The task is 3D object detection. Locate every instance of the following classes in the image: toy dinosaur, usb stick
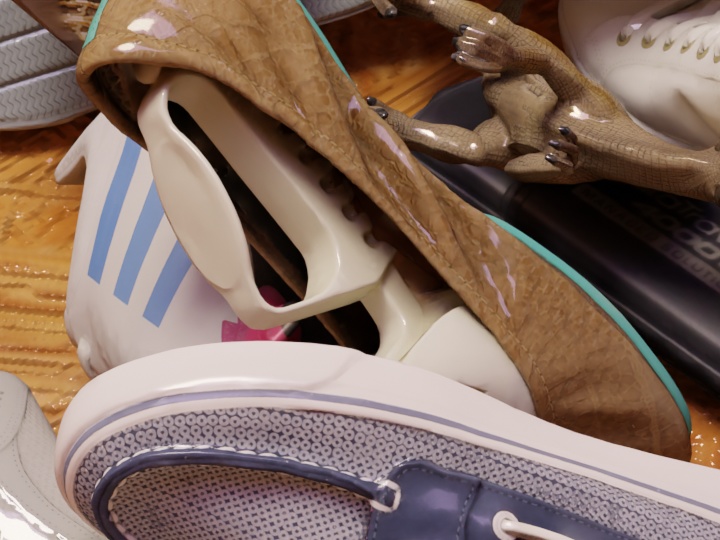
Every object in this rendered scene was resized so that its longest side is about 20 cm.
[{"bbox_3d":[0.046,-0.045,0.836,0.101,0.058,0.200,16,10,-26],"label":"toy dinosaur"},{"bbox_3d":[0.087,-0.002,0.847,0.055,0.033,0.200,-25,42,-28],"label":"usb stick"}]

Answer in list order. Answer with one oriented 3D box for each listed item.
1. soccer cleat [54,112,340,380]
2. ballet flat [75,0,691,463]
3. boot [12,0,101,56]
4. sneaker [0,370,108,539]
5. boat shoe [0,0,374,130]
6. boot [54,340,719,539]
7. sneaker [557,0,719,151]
[{"bbox_3d":[-0.040,0.025,0.834,0.086,0.070,0.200,-35,46,26],"label":"soccer cleat"},{"bbox_3d":[0.000,0.000,0.771,0.068,0.200,0.072,-33,11,48],"label":"ballet flat"},{"bbox_3d":[-0.102,-0.153,0.928,0.186,0.064,0.201,4,59,9],"label":"boot"},{"bbox_3d":[-0.056,0.100,0.750,0.092,0.076,0.200,-13,47,-13],"label":"sneaker"},{"bbox_3d":[-0.076,-0.092,0.973,0.199,0.074,0.067,-8,15,3],"label":"boat shoe"},{"bbox_3d":[0.024,0.081,0.700,0.199,0.073,0.090,12,41,-7],"label":"boot"},{"bbox_3d":[0.124,-0.063,0.866,0.073,0.085,0.200,-31,42,-17],"label":"sneaker"}]
